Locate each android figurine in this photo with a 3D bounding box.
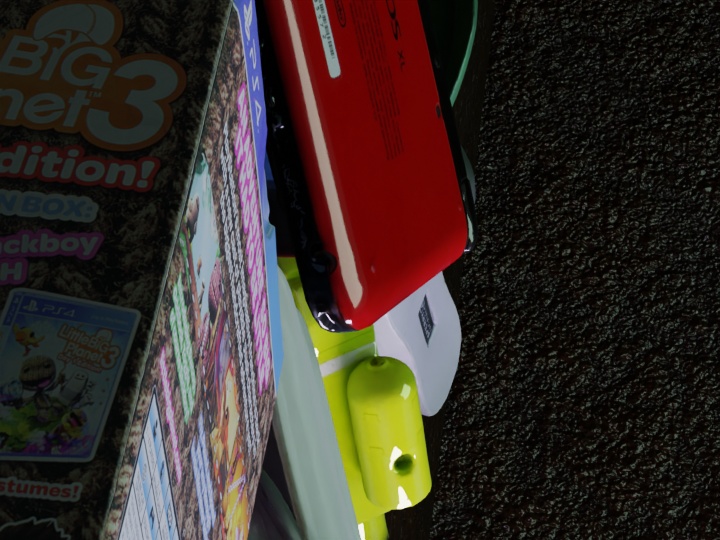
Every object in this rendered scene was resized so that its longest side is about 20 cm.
[{"bbox_3d":[-0.027,0.033,0.961,0.182,0.041,0.201,42,-33,52],"label":"android figurine"}]

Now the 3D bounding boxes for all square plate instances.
[{"bbox_3d":[-0.031,0.099,0.887,0.198,0.028,0.201,124,-47,-74],"label":"square plate"}]

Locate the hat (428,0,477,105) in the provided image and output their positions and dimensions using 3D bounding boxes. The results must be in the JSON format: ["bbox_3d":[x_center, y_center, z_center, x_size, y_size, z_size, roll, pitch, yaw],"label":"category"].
[{"bbox_3d":[-0.056,-0.127,1.013,0.200,0.175,0.166,-19,-122,53],"label":"hat"}]

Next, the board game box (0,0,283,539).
[{"bbox_3d":[-0.084,0.045,0.502,0.160,0.096,0.201,88,9,-50],"label":"board game box"}]

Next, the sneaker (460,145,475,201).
[{"bbox_3d":[0.022,-0.055,1.111,0.075,0.084,0.200,-67,-154,4],"label":"sneaker"}]

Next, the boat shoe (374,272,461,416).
[{"bbox_3d":[0.000,0.000,1.008,0.200,0.070,0.071,71,37,-57],"label":"boat shoe"}]

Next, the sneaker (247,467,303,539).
[{"bbox_3d":[-0.087,0.136,0.703,0.076,0.090,0.200,52,-40,28],"label":"sneaker"}]

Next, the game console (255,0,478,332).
[{"bbox_3d":[-0.042,-0.088,0.697,0.172,0.118,0.201,-35,113,-63],"label":"game console"}]
